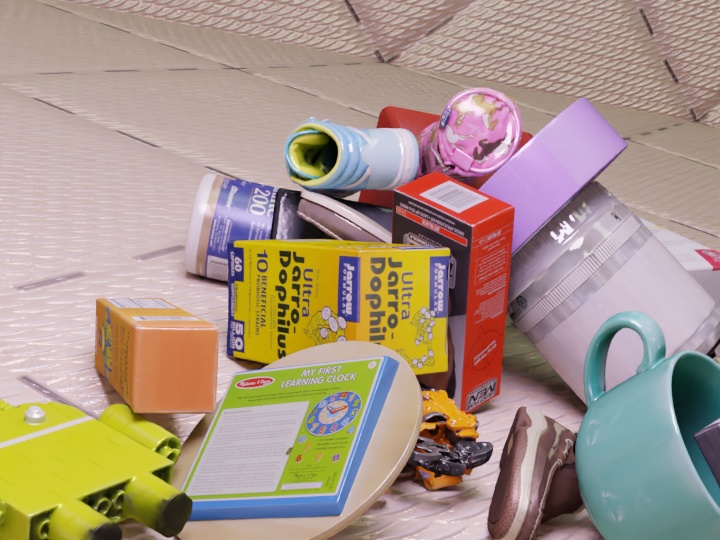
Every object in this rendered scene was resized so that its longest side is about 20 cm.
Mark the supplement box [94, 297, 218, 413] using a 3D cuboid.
[{"bbox_3d":[-0.167,0.064,0.918,0.068,0.068,0.200,1,4,-19],"label":"supplement box"}]

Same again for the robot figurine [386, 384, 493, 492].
[{"bbox_3d":[0.006,0.134,0.928,0.197,0.059,0.145,3,21,-26],"label":"robot figurine"}]

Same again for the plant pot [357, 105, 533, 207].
[{"bbox_3d":[0.108,-0.051,1.351,0.196,0.203,0.177,9,28,-13],"label":"plant pot"}]

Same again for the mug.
[{"bbox_3d":[0.235,0.142,0.893,0.151,0.114,0.187,25,45,-35],"label":"mug"}]

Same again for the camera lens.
[{"bbox_3d":[0.242,0.037,1.128,0.200,0.160,0.160,48,25,6],"label":"camera lens"}]

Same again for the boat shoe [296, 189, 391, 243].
[{"bbox_3d":[0.018,-0.012,1.153,0.198,0.060,0.072,30,6,-8],"label":"boat shoe"}]

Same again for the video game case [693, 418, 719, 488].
[{"bbox_3d":[0.334,0.188,0.853,0.180,0.025,0.202,-11,73,-52],"label":"video game case"}]

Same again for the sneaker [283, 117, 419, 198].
[{"bbox_3d":[-0.045,-0.118,1.200,0.129,0.081,0.199,1,-3,-35],"label":"sneaker"}]

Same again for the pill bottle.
[{"bbox_3d":[-0.086,-0.032,1.265,0.197,0.113,0.111,12,18,-3],"label":"pill bottle"}]

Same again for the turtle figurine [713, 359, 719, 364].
[{"bbox_3d":[0.435,0.115,1.122,0.191,0.202,0.145,21,31,-6],"label":"turtle figurine"}]

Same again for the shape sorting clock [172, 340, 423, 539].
[{"bbox_3d":[-0.047,0.123,0.808,0.197,0.039,0.201,-21,36,16],"label":"shape sorting clock"}]

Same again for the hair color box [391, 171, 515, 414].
[{"bbox_3d":[0.081,0.023,1.066,0.061,0.203,0.101,-25,37,-36],"label":"hair color box"}]

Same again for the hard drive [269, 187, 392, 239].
[{"bbox_3d":[0.000,0.000,1.199,0.197,0.142,0.033,10,-14,-12],"label":"hard drive"}]

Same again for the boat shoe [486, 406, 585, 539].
[{"bbox_3d":[0.150,0.164,0.920,0.074,0.076,0.202,21,19,6],"label":"boat shoe"}]

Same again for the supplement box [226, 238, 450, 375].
[{"bbox_3d":[-0.024,0.030,1.039,0.108,0.111,0.198,-3,5,-40],"label":"supplement box"}]

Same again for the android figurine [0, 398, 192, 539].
[{"bbox_3d":[-0.212,0.134,0.781,0.198,0.042,0.181,22,22,36],"label":"android figurine"}]

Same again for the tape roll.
[{"bbox_3d":[0.167,-0.075,1.130,0.066,0.200,0.200,48,25,6],"label":"tape roll"}]

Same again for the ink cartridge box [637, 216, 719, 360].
[{"bbox_3d":[0.301,0.025,1.314,0.144,0.147,0.199,-4,25,-41],"label":"ink cartridge box"}]

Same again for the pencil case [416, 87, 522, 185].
[{"bbox_3d":[0.101,-0.125,1.158,0.085,0.084,0.200,-5,-1,-5],"label":"pencil case"}]
